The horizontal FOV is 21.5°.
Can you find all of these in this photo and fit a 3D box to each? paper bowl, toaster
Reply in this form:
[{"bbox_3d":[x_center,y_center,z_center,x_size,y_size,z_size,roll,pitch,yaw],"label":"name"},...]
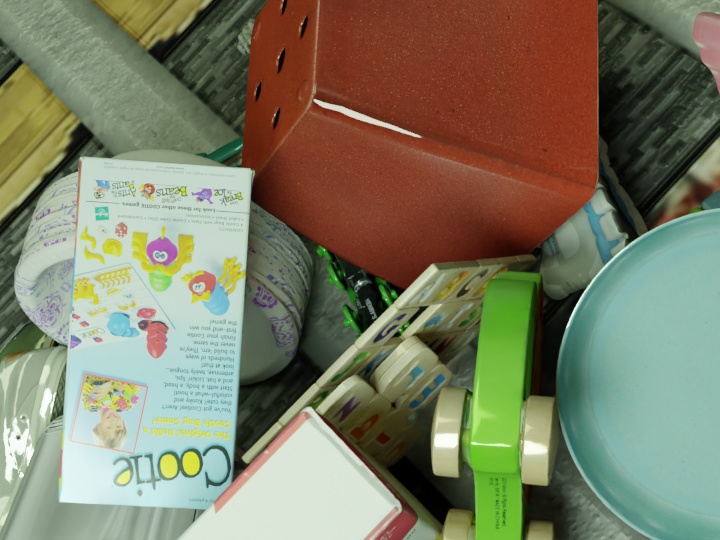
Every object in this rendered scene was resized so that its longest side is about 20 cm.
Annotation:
[{"bbox_3d":[-0.131,-0.008,1.308,0.200,0.201,0.105,-7,56,33],"label":"paper bowl"},{"bbox_3d":[-0.159,0.169,1.270,0.199,0.114,0.130,-10,50,34],"label":"toaster"}]

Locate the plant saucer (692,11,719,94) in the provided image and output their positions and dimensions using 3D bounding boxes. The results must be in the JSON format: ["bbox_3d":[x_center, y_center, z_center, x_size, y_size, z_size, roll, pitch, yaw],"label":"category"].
[{"bbox_3d":[0.288,-0.108,1.098,0.200,0.200,0.051,21,104,43],"label":"plant saucer"}]

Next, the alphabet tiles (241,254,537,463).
[{"bbox_3d":[0.028,0.051,1.157,0.167,0.200,0.008,-46,74,19],"label":"alphabet tiles"}]

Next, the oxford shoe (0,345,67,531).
[{"bbox_3d":[-0.247,0.148,1.345,0.057,0.075,0.201,14,92,14],"label":"oxford shoe"}]

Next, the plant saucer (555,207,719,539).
[{"bbox_3d":[0.208,0.061,1.044,0.200,0.201,0.027,-34,7,12],"label":"plant saucer"}]

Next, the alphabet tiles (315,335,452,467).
[{"bbox_3d":[-0.025,0.121,1.151,0.200,0.196,0.015,-46,71,0],"label":"alphabet tiles"}]

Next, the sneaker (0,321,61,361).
[{"bbox_3d":[-0.262,0.121,1.420,0.090,0.067,0.201,6,66,53],"label":"sneaker"}]

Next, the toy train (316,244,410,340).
[{"bbox_3d":[0.000,0.000,1.310,0.042,0.056,0.201,-29,46,8],"label":"toy train"}]

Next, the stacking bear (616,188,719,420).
[{"bbox_3d":[0.211,0.021,1.101,0.200,0.122,0.114,-41,11,8],"label":"stacking bear"}]

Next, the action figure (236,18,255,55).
[{"bbox_3d":[-0.022,-0.168,1.417,0.119,0.102,0.201,-27,48,34],"label":"action figure"}]

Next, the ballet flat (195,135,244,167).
[{"bbox_3d":[-0.104,-0.059,1.393,0.200,0.074,0.075,-7,52,61],"label":"ballet flat"}]

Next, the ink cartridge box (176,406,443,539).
[{"bbox_3d":[-0.029,0.174,1.097,0.083,0.200,0.145,43,88,20],"label":"ink cartridge box"}]

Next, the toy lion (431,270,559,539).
[{"bbox_3d":[0.086,0.075,1.092,0.068,0.200,0.193,4,53,8],"label":"toy lion"}]

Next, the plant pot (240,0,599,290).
[{"bbox_3d":[0.028,-0.115,1.212,0.200,0.175,0.201,136,142,-57],"label":"plant pot"}]

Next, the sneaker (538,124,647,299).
[{"bbox_3d":[0.122,-0.065,1.258,0.086,0.075,0.201,-33,45,21],"label":"sneaker"}]

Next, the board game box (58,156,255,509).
[{"bbox_3d":[-0.125,0.038,1.146,0.103,0.104,0.201,167,107,-82],"label":"board game box"}]
